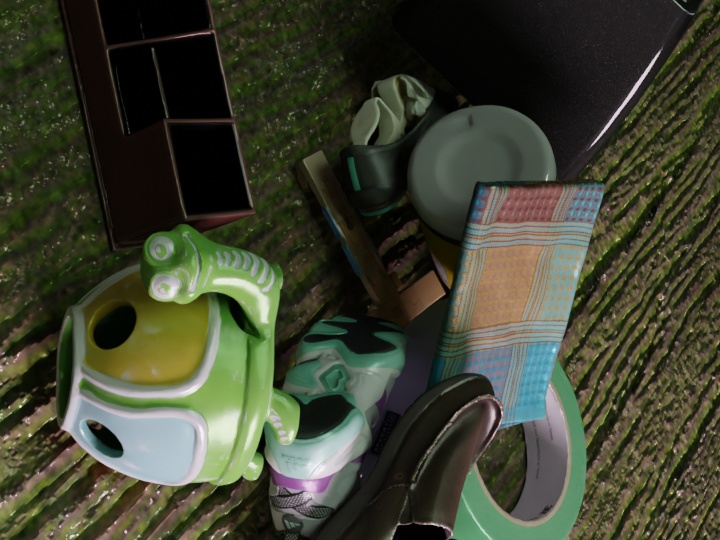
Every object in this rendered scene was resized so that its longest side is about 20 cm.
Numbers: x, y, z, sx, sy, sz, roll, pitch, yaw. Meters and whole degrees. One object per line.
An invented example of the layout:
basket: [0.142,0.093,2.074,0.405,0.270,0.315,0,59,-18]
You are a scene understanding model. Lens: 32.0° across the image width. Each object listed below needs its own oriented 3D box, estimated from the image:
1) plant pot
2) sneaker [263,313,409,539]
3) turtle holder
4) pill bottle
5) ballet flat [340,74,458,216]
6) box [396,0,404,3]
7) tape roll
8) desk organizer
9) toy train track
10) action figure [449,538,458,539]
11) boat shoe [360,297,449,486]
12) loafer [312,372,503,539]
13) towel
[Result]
plant pot: [0.182,-0.228,1.022,0.200,0.177,0.200,43,47,-6]
sneaker: [-0.022,0.125,0.905,0.200,0.077,0.141,-47,147,-59]
turtle holder: [-0.111,0.058,0.758,0.131,0.185,0.142,4,79,-20]
pill bottle: [0.109,-0.038,1.025,0.200,0.114,0.115,62,31,-63]
ballet flat: [0.033,-0.120,1.032,0.069,0.068,0.200,64,29,-22]
box: [0.082,-0.335,1.173,0.064,0.070,0.200,54,45,-24]
tape roll: [0.121,0.147,1.084,0.200,0.048,0.201,17,66,-43]
desk organizer: [-0.140,-0.122,0.856,0.072,0.077,0.201,-9,84,-49]
toy train track: [0.000,0.000,1.012,0.115,0.032,0.201,-33,97,-40]
action figure: [0.020,0.247,0.900,0.200,0.102,0.120,-1,92,-50]
boat shoe: [0.043,0.117,0.971,0.201,0.073,0.065,-59,141,-8]
loafer: [0.042,0.159,0.844,0.200,0.071,0.073,-52,140,-17]
towel: [0.112,0.031,0.924,0.146,0.022,0.201,-6,115,-45]
